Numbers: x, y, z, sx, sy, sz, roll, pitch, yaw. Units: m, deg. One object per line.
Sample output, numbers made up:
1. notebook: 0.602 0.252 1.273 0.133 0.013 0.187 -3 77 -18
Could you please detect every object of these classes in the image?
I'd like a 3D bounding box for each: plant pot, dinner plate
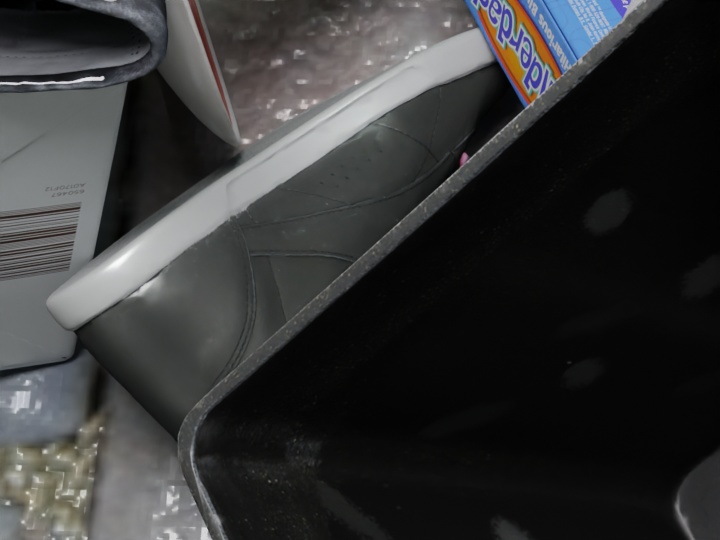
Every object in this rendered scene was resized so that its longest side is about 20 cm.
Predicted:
1. plant pot: 0.108 0.071 0.663 0.200 0.177 0.200 -42 62 29
2. dinner plate: -0.077 -0.131 0.803 0.024 0.201 0.201 -17 61 -2

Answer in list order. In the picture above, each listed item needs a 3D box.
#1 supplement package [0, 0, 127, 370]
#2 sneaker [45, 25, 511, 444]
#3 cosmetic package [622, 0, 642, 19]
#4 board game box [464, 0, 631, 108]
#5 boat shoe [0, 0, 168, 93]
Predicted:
1. supplement package: -0.171 -0.085 0.795 0.149 0.152 0.201 -8 59 -18
2. sneaker: 0.000 0.000 0.808 0.200 0.071 0.100 -38 98 -39
3. cosmetic package: 0.165 -0.044 0.727 0.198 0.083 0.051 1 49 -19
4. board game box: 0.138 -0.093 0.830 0.199 0.045 0.153 -15 60 -20
5. boat shoe: -0.146 -0.073 0.662 0.198 0.072 0.068 1 56 -21
